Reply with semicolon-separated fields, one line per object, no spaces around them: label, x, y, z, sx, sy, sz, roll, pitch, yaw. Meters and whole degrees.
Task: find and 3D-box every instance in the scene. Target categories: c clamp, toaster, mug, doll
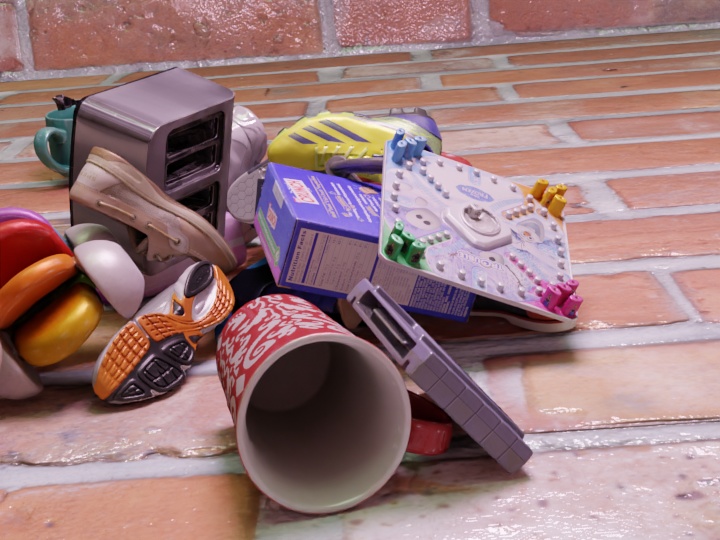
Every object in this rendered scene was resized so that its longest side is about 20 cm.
c clamp;0.021;-0.086;1.400;0.168;0.027;0.200;8;-14;17
toaster;-0.229;-0.110;1.397;0.117;0.183;0.199;20;28;26
mug;-0.035;0.107;1.028;0.134;0.177;0.200;-48;19;-2
doll;-0.097;0.036;1.302;0.198;0.049;0.137;14;57;38
mug;-0.447;-0.203;2.098;0.183;0.116;0.152;-12;19;-20

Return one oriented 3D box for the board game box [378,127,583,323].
board game box;0.116;-0.049;1.240;0.197;0.026;0.201;18;37;-10

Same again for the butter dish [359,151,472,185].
butter dish;0.064;-0.100;1.574;0.197;0.150;0.200;0;18;18

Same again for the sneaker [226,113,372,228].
sneaker;-0.057;-0.111;1.546;0.200;0.078;0.146;-28;-14;4

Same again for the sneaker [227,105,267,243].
sneaker;-0.171;-0.107;1.605;0.099;0.202;0.078;-33;51;-31

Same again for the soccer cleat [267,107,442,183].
soccer cleat;-0.005;-0.132;1.434;0.197;0.065;0.085;-7;58;-4

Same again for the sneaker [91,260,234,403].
sneaker;-0.202;0.073;1.246;0.092;0.076;0.200;-30;11;39

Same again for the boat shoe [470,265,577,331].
boat shoe;0.140;0.015;1.330;0.071;0.063;0.199;-21;22;-39

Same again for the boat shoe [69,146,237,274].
boat shoe;-0.206;-0.042;1.279;0.072;0.200;0.065;16;71;48

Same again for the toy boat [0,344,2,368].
toy boat;-0.404;0.076;1.103;0.130;0.132;0.199;31;-8;-36

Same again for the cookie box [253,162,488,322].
cookie box;0.005;-0.030;1.276;0.197;0.076;0.171;12;20;-17

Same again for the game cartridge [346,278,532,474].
game cartridge;0.062;0.081;1.044;0.038;0.129;0.200;-49;22;2

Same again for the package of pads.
package of pads;-0.245;-0.023;1.525;0.199;0.077;0.120;-20;23;-41

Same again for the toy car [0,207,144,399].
toy car;-0.313;0.011;1.223;0.175;0.151;0.200;-40;21;-6

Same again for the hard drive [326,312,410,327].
hard drive;0.000;0.000;1.409;0.137;0.033;0.201;0;27;14
